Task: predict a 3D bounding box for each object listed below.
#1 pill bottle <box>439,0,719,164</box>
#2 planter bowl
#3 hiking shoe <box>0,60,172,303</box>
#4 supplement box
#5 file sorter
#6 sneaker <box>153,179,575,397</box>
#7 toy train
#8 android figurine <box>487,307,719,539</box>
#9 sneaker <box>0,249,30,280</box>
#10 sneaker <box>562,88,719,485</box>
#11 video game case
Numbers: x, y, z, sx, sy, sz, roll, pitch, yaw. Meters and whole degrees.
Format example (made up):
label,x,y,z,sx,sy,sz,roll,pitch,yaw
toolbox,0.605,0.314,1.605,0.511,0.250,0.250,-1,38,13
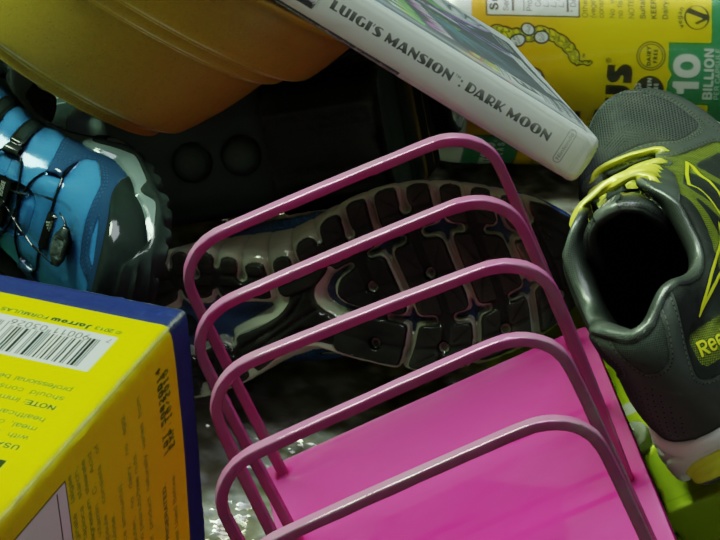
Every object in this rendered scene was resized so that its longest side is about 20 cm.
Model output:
label,x,y,z,sx,sy,sz,roll,pitch,yaw
pill bottle,0.083,-0.106,1.337,0.199,0.113,0.113,2,30,-3
planter bowl,-0.100,-0.111,1.134,0.200,0.084,0.200,32,9,-6
hiking shoe,-0.147,-0.034,1.128,0.086,0.075,0.200,1,26,-35
supplement box,-0.145,0.097,0.967,0.109,0.109,0.200,10,32,20
file sorter,0.021,0.062,0.988,0.139,0.126,0.200,-24,31,5
sneaker,0.000,0.000,1.156,0.199,0.079,0.089,-7,10,20
toy train,-0.056,-0.058,1.227,0.199,0.086,0.114,-7,10,13
android figurine,0.130,0.032,1.099,0.182,0.041,0.200,-23,39,25
sneaker,-0.184,-0.004,1.194,0.081,0.074,0.200,-10,40,-34
sneaker,0.114,-0.015,1.054,0.074,0.085,0.200,-30,36,15
video game case,-0.001,-0.111,1.130,0.182,0.023,0.200,30,10,-14
